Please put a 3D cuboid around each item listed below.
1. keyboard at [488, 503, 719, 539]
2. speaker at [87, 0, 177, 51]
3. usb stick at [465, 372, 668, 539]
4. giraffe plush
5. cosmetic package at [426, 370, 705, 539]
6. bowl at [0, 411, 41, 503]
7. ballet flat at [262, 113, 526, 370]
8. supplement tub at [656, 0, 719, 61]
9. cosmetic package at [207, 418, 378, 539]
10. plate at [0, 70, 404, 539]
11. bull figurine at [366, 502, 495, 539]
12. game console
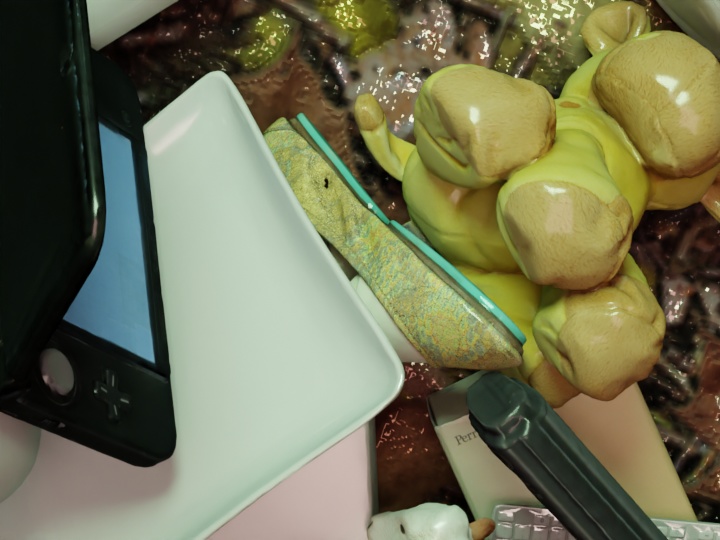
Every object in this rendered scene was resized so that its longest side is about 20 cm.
[{"bbox_3d":[0.158,0.147,0.835,0.198,0.011,0.057,6,99,-2],"label":"keyboard"},{"bbox_3d":[-0.157,-0.130,0.822,0.199,0.081,0.082,-32,98,3],"label":"speaker"},{"bbox_3d":[0.117,0.120,0.776,0.033,0.055,0.200,-42,114,1],"label":"usb stick"},{"bbox_3d":[0.110,-0.047,0.811,0.161,0.200,0.174,-29,107,-15],"label":"giraffe plush"},{"bbox_3d":[0.118,0.138,0.875,0.104,0.071,0.201,-26,99,3],"label":"cosmetic package"},{"bbox_3d":[-0.224,0.062,0.768,0.199,0.201,0.075,-35,135,9],"label":"bowl"},{"bbox_3d":[0.000,0.000,0.803,0.070,0.200,0.071,-20,133,-24],"label":"ballet flat"},{"bbox_3d":[0.215,-0.197,0.803,0.200,0.123,0.123,-41,98,4],"label":"supplement tub"},{"bbox_3d":[-0.042,0.127,0.862,0.106,0.085,0.202,-3,99,2],"label":"cosmetic package"},{"bbox_3d":[-0.094,0.040,0.788,0.199,0.032,0.201,-37,56,8],"label":"plate"},{"bbox_3d":[0.075,0.192,0.811,0.199,0.065,0.122,31,122,2],"label":"bull figurine"},{"bbox_3d":[-0.101,-0.047,0.699,0.116,0.176,0.202,-23,59,24],"label":"game console"}]
